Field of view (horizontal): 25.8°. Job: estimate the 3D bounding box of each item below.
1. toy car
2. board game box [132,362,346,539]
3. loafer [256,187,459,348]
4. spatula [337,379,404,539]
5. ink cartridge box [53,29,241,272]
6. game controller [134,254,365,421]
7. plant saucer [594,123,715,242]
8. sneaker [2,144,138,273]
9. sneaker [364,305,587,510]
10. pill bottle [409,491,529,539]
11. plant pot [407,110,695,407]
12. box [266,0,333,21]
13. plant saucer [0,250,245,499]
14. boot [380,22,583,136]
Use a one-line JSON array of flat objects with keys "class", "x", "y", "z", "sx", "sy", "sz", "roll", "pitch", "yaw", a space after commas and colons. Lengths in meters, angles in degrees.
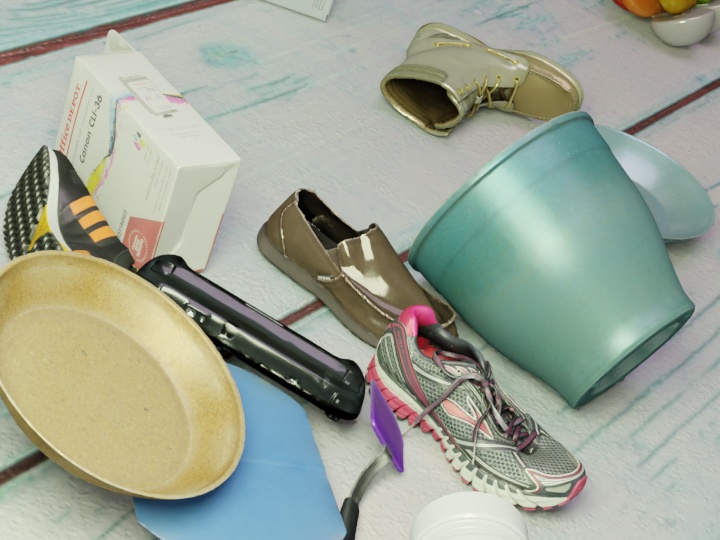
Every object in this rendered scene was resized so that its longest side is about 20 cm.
[{"class": "toy car", "x": 0.403, "y": -0.391, "z": 2.068, "sx": 0.149, "sy": 0.177, "sz": 0.200, "roll": -1, "pitch": 18, "yaw": 36}, {"class": "board game box", "x": -0.100, "y": 0.142, "z": 1.089, "sx": 0.157, "sy": 0.039, "sz": 0.201, "roll": 11, "pitch": 37, "yaw": -29}, {"class": "loafer", "x": 0.000, "y": 0.000, "z": 1.317, "sx": 0.199, "sy": 0.071, "sz": 0.073, "roll": 33, "pitch": 34, "yaw": 14}, {"class": "spatula", "x": 0.003, "y": 0.158, "z": 1.135, "sx": 0.057, "sy": 0.020, "sz": 0.201, "roll": 60, "pitch": 31, "yaw": -26}, {"class": "ink cartridge box", "x": -0.192, "y": -0.100, "z": 1.299, "sx": 0.067, "sy": 0.117, "sz": 0.200, "roll": -11, "pitch": 45, "yaw": -40}, {"class": "game controller", "x": -0.082, "y": 0.049, "z": 1.198, "sx": 0.199, "sy": 0.042, "sz": 0.104, "roll": 32, "pitch": 2, "yaw": -2}, {"class": "plant saucer", "x": 0.269, "y": -0.082, "z": 1.630, "sx": 0.199, "sy": 0.039, "sz": 0.202, "roll": 16, "pitch": 34, "yaw": -11}, {"class": "sneaker", "x": -0.219, "y": -0.016, "z": 1.223, "sx": 0.090, "sy": 0.070, "sz": 0.201, "roll": 25, "pitch": 26, "yaw": -33}, {"class": "sneaker", "x": 0.090, "y": 0.109, "z": 1.217, "sx": 0.199, "sy": 0.075, "sz": 0.080, "roll": 36, "pitch": 35, "yaw": 18}, {"class": "pill bottle", "x": 0.073, "y": 0.238, "z": 0.989, "sx": 0.110, "sy": 0.112, "sz": 0.201, "roll": 16, "pitch": 34, "yaw": -11}, {"class": "plant pot", "x": 0.173, "y": 0.003, "z": 1.324, "sx": 0.199, "sy": 0.200, "sz": 0.188, "roll": -21, "pitch": 67, "yaw": -47}, {"class": "box", "x": -0.083, "y": -0.401, "z": 1.715, "sx": 0.175, "sy": 0.201, "sz": 0.097, "roll": 17, "pitch": 33, "yaw": -8}, {"class": "plant saucer", "x": -0.166, "y": 0.074, "z": 1.029, "sx": 0.199, "sy": 0.035, "sz": 0.201, "roll": 31, "pitch": 31, "yaw": -22}, {"class": "boot", "x": 0.129, "y": -0.187, "z": 1.662, "sx": 0.198, "sy": 0.073, "sz": 0.155, "roll": 22, "pitch": 32, "yaw": 8}]
